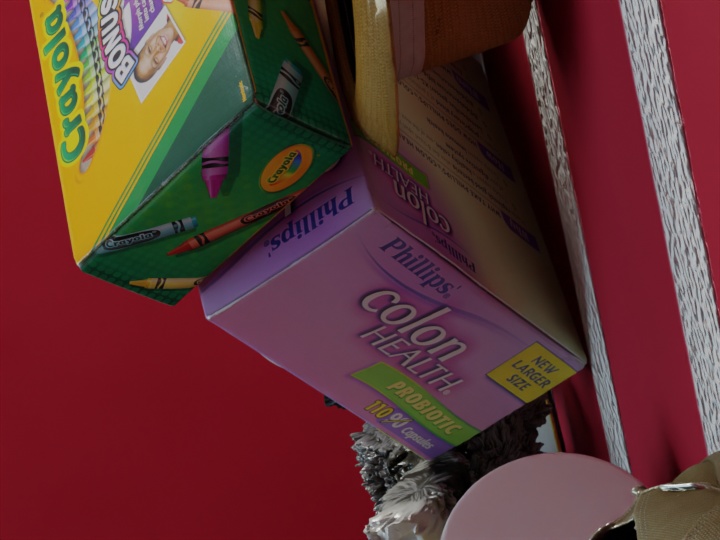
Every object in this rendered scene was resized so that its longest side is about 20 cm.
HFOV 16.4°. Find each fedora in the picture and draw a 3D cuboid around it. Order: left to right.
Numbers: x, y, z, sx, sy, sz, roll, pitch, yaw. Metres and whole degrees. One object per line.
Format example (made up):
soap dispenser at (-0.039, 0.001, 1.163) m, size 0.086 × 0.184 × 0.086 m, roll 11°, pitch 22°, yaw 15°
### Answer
fedora at (0.025, -0.150, 1.018) m, size 0.201 × 0.082 × 0.201 m, roll 172°, pitch 90°, yaw -86°

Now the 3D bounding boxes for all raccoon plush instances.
raccoon plush at (0.048, 0.141, 1.249) m, size 0.200 × 0.097 × 0.134 m, roll -45°, pitch -61°, yaw -55°

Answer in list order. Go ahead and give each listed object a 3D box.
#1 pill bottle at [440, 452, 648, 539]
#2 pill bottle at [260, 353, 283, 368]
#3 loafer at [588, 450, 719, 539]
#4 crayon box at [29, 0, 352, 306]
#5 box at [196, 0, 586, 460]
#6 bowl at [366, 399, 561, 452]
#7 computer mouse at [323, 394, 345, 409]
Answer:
pill bottle at (0.085, 0.165, 1.050) m, size 0.200 × 0.114 × 0.115 m, roll 81°, pitch 174°, yaw -57°
pill bottle at (-0.017, -0.036, 1.523) m, size 0.200 × 0.113 × 0.114 m, roll -84°, pitch -14°, yaw -50°
loafer at (0.106, 0.100, 0.810) m, size 0.200 × 0.067 × 0.076 m, roll 100°, pitch 156°, yaw -82°
crayon box at (-0.080, -0.100, 1.091) m, size 0.058 × 0.119 × 0.200 m, roll 23°, pitch -142°, yaw -39°
box at (-0.002, -0.042, 1.171) m, size 0.176 × 0.097 × 0.200 m, roll 35°, pitch -151°, yaw -46°
bowl at (0.056, 0.099, 1.431) m, size 0.201 × 0.094 × 0.201 m, roll 165°, pitch 90°, yaw -86°
computer mouse at (0.017, 0.004, 1.393) m, size 0.059 × 0.034 × 0.200 m, roll -79°, pitch 15°, yaw -55°
